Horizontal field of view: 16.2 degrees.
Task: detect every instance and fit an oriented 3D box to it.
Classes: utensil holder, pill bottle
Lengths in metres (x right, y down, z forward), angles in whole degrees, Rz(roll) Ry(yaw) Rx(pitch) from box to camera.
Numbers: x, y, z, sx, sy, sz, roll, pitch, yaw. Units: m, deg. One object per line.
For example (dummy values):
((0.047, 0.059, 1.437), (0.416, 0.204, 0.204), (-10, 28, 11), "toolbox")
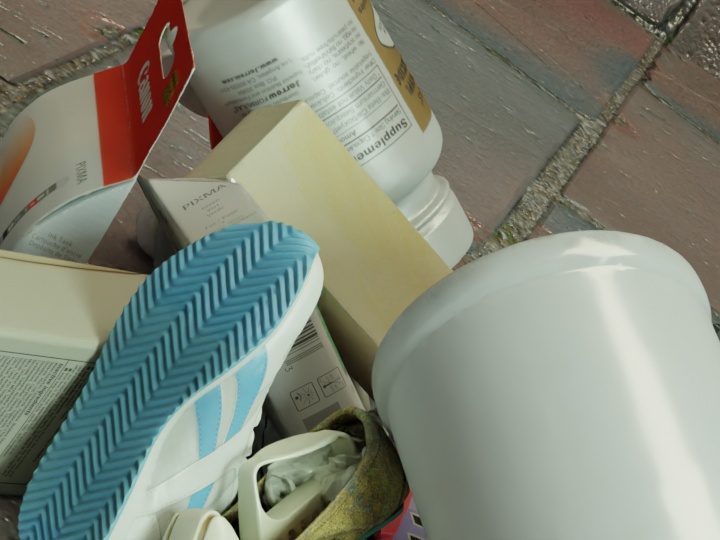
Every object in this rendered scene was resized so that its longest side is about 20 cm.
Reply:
((0.110, 0.111, 1.169), (0.170, 0.170, 0.200), (20, 39, -39), "utensil holder")
((-0.018, -0.083, 1.472), (0.200, 0.114, 0.114), (60, 10, -21), "pill bottle")

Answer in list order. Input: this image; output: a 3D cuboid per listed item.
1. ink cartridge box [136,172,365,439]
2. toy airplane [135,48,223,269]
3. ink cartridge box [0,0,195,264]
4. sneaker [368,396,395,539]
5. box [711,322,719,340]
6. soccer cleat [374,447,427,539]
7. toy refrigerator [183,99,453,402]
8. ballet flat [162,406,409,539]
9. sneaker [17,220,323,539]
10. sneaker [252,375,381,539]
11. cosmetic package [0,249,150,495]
((-0.059, 0.016, 1.370), (0.161, 0.050, 0.200), (65, -5, -31), "ink cartridge box")
((-0.084, -0.051, 1.585), (0.200, 0.141, 0.199), (31, 46, -61), "toy airplane")
((-0.160, -0.065, 1.382), (0.050, 0.200, 0.162), (23, 21, -18), "ink cartridge box")
((0.047, 0.079, 1.493), (0.078, 0.140, 0.200), (28, 19, -26), "sneaker")
((0.207, 0.157, 1.491), (0.160, 0.200, 0.044), (41, 7, 18), "box")
((0.032, 0.151, 1.338), (0.076, 0.067, 0.200), (25, 24, 4), "soccer cleat")
((0.000, 0.000, 1.394), (0.200, 0.070, 0.076), (49, -18, -15), "toy refrigerator")
((-0.054, 0.128, 1.189), (0.071, 0.071, 0.200), (41, 51, 16), "ballet flat")
((-0.083, 0.065, 1.215), (0.076, 0.200, 0.081), (36, 0, 34), "sneaker")
((-0.023, 0.103, 1.421), (0.073, 0.071, 0.200), (28, 19, -22), "sneaker")
((-0.164, 0.052, 1.245), (0.200, 0.104, 0.073), (11, 32, -54), "cosmetic package")
